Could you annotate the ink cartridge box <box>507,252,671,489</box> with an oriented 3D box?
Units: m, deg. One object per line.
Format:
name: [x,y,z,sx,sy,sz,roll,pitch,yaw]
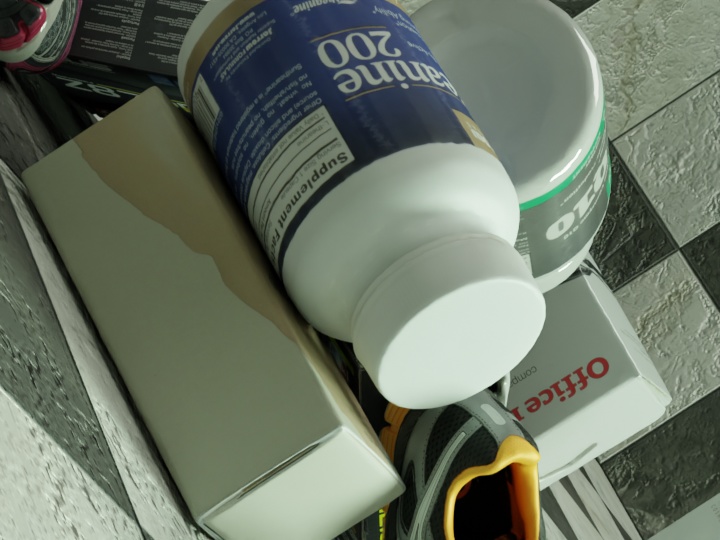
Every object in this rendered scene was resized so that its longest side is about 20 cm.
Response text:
ink cartridge box: [0.073,0.028,1.745,0.201,0.144,0.084,61,10,22]

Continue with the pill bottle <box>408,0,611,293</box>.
pill bottle: [0.070,-0.057,1.473,0.113,0.113,0.200,58,-3,17]

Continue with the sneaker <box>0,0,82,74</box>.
sneaker: [-0.171,-0.196,1.461,0.075,0.080,0.201,57,36,-68]

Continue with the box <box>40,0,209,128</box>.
box: [-0.071,-0.104,1.539,0.199,0.049,0.161,12,-9,14]

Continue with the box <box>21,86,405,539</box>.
box: [-0.067,0.028,1.304,0.201,0.078,0.095,60,5,28]

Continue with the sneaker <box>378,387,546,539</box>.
sneaker: [0.047,0.148,1.314,0.077,0.078,0.201,26,-57,58]

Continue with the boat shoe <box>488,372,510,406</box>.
boat shoe: [0.039,0.064,1.444,0.201,0.073,0.066,77,-12,-50]

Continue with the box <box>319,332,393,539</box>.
box: [-0.019,0.040,1.427,0.200,0.044,0.161,-124,-155,-45]

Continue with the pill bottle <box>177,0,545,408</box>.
pill bottle: [0.003,-0.040,1.300,0.201,0.111,0.111,60,6,35]

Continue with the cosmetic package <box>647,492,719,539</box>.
cosmetic package: [0.149,0.210,1.545,0.071,0.199,0.102,54,5,-24]
